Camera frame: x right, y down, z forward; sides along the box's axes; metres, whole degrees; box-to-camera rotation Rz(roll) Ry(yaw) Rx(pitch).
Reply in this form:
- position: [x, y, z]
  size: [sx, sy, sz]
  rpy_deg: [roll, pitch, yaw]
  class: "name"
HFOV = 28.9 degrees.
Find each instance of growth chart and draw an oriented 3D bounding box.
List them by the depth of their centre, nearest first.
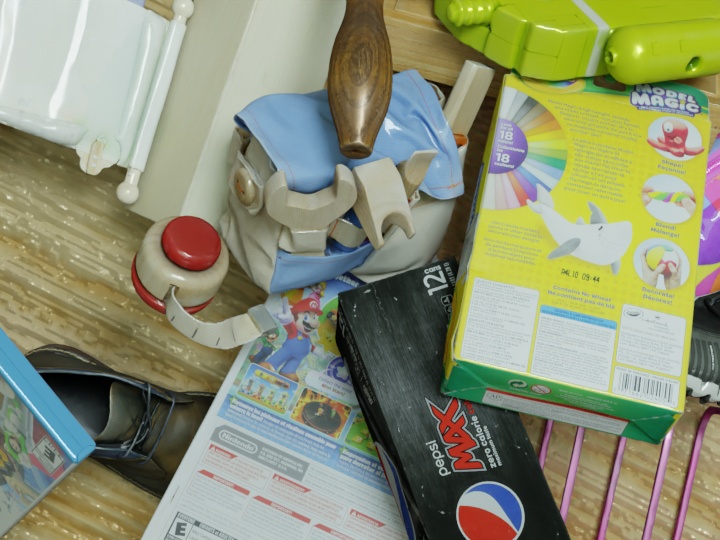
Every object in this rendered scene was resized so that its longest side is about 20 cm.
- position: [-0.185, -0.141, 0.769]
  size: [0.199, 0.018, 0.146]
  rpy_deg: [25, 81, -28]
  class: "growth chart"

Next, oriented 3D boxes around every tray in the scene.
- position: [0.112, -0.134, 0.809]
  size: [0.198, 0.099, 0.037]
  rpy_deg: [16, 131, 1]
  class: "tray"

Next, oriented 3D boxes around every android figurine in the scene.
- position: [0.123, -0.158, 0.779]
  size: [0.198, 0.183, 0.041]
  rpy_deg: [-7, 133, -25]
  class: "android figurine"

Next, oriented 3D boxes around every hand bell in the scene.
- position: [0.002, -0.149, 0.705]
  size: [0.103, 0.104, 0.202]
  rpy_deg: [3, 65, 1]
  class: "hand bell"

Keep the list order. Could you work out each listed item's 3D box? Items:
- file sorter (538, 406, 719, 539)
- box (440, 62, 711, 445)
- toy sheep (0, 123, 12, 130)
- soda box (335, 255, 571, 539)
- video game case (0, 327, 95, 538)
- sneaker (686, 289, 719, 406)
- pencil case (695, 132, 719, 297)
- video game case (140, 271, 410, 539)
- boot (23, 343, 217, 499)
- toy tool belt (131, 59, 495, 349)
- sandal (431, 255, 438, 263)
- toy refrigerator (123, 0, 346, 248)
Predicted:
- position: [0.198, 0.140, 0.791]
  size: [0.198, 0.139, 0.127]
  rpy_deg: [13, 90, 1]
  class: "file sorter"
- position: [0.114, -0.021, 0.719]
  size: [0.116, 0.048, 0.201]
  rpy_deg: [14, 62, 1]
  class: "box"
- position: [-0.274, -0.138, 0.806]
  size: [0.198, 0.138, 0.139]
  rpy_deg: [14, 91, -4]
  class: "toy sheep"
- position: [0.050, 0.100, 0.712]
  size: [0.070, 0.063, 0.201]
  rpy_deg: [-17, 66, -10]
  class: "soda box"
- position: [-0.231, 0.080, 0.789]
  size: [0.143, 0.200, 0.018]
  rpy_deg: [50, 51, 0]
  class: "video game case"
- position: [0.227, 0.023, 0.777]
  size: [0.199, 0.066, 0.091]
  rpy_deg: [4, 118, -34]
  class: "sneaker"
- position: [0.225, -0.048, 0.815]
  size: [0.200, 0.088, 0.089]
  rpy_deg: [-39, 90, 1]
  class: "pencil case"
- position: [-0.012, 0.093, 0.757]
  size: [0.142, 0.018, 0.201]
  rpy_deg: [23, 67, 8]
  class: "video game case"
- position: [-0.122, 0.101, 0.818]
  size: [0.198, 0.097, 0.075]
  rpy_deg: [19, 90, 1]
  class: "boot"
- position: [-0.021, -0.052, 0.729]
  size: [0.199, 0.123, 0.125]
  rpy_deg: [-20, 65, -37]
  class: "toy tool belt"
- position: [0.007, 0.000, 0.842]
  size: [0.082, 0.050, 0.205]
  rpy_deg: [-5, 78, -12]
  class: "sandal"
- position: [-0.063, -0.115, 0.816]
  size: [0.070, 0.076, 0.202]
  rpy_deg: [18, 91, -36]
  class: "toy refrigerator"
